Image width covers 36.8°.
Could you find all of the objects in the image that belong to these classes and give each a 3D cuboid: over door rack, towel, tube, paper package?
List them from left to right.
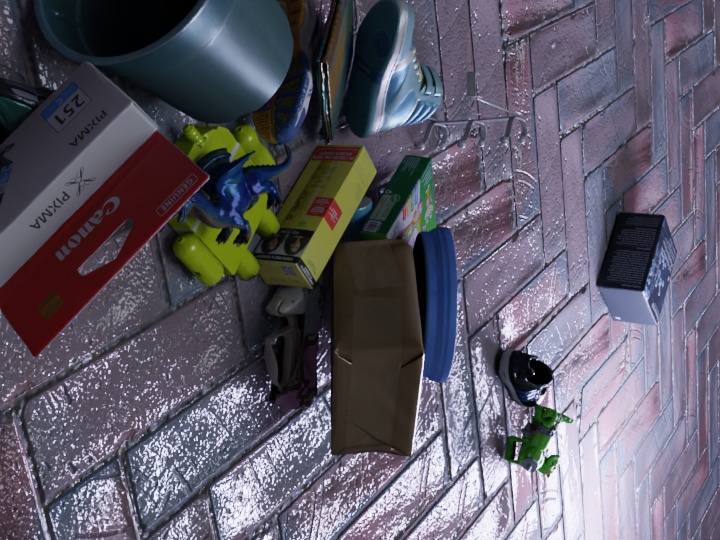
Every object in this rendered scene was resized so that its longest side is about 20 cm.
[{"bbox_3d":[-0.031,-0.261,1.306,0.200,0.022,0.147,90,11,-71],"label":"towel"},{"bbox_3d":[0.000,0.000,1.470,0.077,0.050,0.201,-36,128,-48],"label":"tube"},{"bbox_3d":[0.015,0.096,1.332,0.200,0.103,0.191,-93,-175,-51],"label":"paper package"},{"bbox_3d":[0.136,-0.216,1.558,0.200,0.147,0.067,25,69,-57],"label":"over door rack"}]

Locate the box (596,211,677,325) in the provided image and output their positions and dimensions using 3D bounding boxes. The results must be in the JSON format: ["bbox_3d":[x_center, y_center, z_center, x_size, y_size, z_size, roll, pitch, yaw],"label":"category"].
[{"bbox_3d":[0.611,-0.005,2.386,0.148,0.107,0.200,52,53,-49],"label":"box"}]

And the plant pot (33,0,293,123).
[{"bbox_3d":[-0.169,-0.246,1.037,0.196,0.200,0.201,35,65,-63],"label":"plant pot"}]

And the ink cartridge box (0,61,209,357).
[{"bbox_3d":[-0.243,-0.057,0.880,0.200,0.176,0.045,-47,140,-4],"label":"ink cartridge box"}]

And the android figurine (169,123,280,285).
[{"bbox_3d":[-0.157,-0.079,1.212,0.200,0.041,0.182,57,48,-47],"label":"android figurine"}]

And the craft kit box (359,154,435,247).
[{"bbox_3d":[0.057,-0.025,1.504,0.200,0.048,0.198,-60,154,-47],"label":"craft kit box"}]

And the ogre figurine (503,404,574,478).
[{"bbox_3d":[0.325,0.309,1.983,0.098,0.200,0.120,26,86,-12],"label":"ogre figurine"}]

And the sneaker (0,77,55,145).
[{"bbox_3d":[-0.278,-0.137,1.006,0.200,0.074,0.088,33,36,-49],"label":"sneaker"}]

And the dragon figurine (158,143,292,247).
[{"bbox_3d":[-0.135,-0.094,1.141,0.200,0.059,0.100,-50,129,-27],"label":"dragon figurine"}]

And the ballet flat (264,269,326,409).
[{"bbox_3d":[-0.084,0.073,1.336,0.071,0.069,0.201,1,95,-38],"label":"ballet flat"}]

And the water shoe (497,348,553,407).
[{"bbox_3d":[0.314,0.205,1.970,0.200,0.079,0.072,40,62,-53],"label":"water shoe"}]

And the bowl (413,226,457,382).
[{"bbox_3d":[0.091,0.044,1.400,0.201,0.039,0.201,-178,-90,-86],"label":"bowl"}]

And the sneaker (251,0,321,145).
[{"bbox_3d":[-0.073,-0.232,1.272,0.088,0.075,0.201,37,56,-59],"label":"sneaker"}]

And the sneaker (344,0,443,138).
[{"bbox_3d":[0.059,-0.269,1.407,0.130,0.080,0.200,-13,141,-31],"label":"sneaker"}]

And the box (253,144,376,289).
[{"bbox_3d":[-0.055,-0.070,1.342,0.200,0.075,0.050,-61,141,-31],"label":"box"}]
